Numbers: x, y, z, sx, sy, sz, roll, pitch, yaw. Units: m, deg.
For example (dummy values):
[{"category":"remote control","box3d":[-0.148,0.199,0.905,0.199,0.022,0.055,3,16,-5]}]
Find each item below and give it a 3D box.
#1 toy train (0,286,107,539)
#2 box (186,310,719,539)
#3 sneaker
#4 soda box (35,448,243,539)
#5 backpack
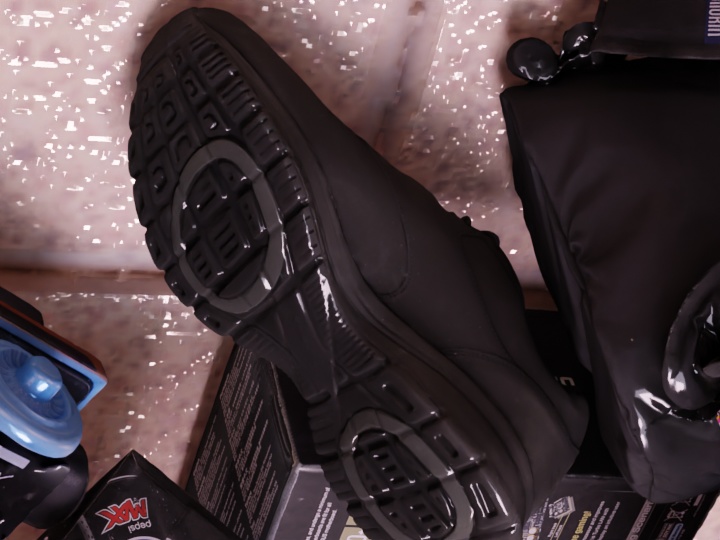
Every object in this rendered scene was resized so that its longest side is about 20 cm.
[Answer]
[{"category":"toy train","box3d":[-0.167,0.013,0.701,0.087,0.114,0.200,-44,128,16]},{"category":"box","box3d":[0.018,0.113,0.853,0.163,0.086,0.201,3,132,-20]},{"category":"sneaker","box3d":[0.000,0.000,0.731,0.076,0.091,0.201,-29,95,44]},{"category":"soda box","box3d":[-0.109,0.137,0.800,0.063,0.071,0.200,40,145,-5]},{"category":"backpack","box3d":[0.161,-0.019,0.749,0.199,0.168,0.127,-17,154,-3]}]
